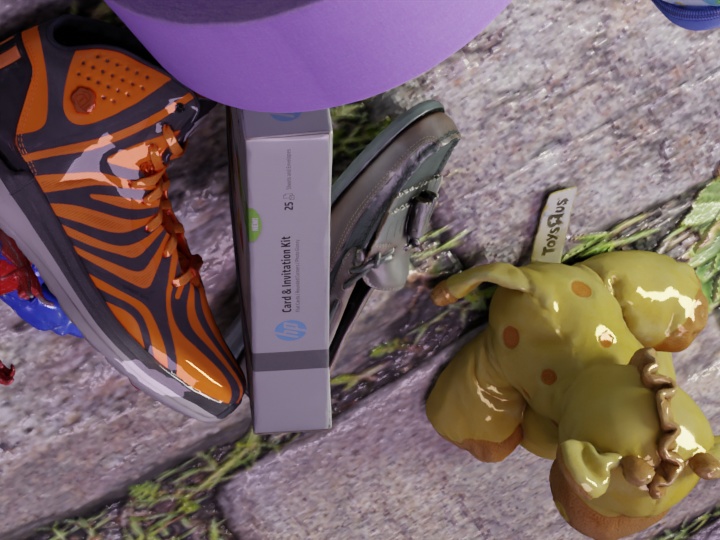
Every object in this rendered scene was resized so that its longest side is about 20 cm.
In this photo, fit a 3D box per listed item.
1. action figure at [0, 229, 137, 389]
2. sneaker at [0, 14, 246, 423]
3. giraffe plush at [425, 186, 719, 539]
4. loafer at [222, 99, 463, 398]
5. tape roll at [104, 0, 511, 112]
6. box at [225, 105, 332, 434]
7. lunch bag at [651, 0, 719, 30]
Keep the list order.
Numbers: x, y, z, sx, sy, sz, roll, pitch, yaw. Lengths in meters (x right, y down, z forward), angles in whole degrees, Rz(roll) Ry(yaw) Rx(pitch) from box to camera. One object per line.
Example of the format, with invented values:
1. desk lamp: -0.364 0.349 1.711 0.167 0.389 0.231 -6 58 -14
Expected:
1. action figure: -0.150 0.022 1.194 0.065 0.099 0.200 -43 138 16
2. sneaker: -0.095 -0.029 1.120 0.112 0.078 0.200 -37 105 9
3. giraffe plush: 0.139 0.077 1.375 0.173 0.162 0.200 -22 142 -8
4. loafer: 0.000 0.000 1.273 0.072 0.063 0.200 -21 154 -55
5. tape roll: -0.019 -0.163 0.975 0.200 0.200 0.066 -34 143 7
6. box: -0.039 -0.046 1.130 0.041 0.156 0.200 -4 139 -6
7. lunch bag: 0.149 -0.203 1.035 0.161 0.200 0.082 -34 135 5
